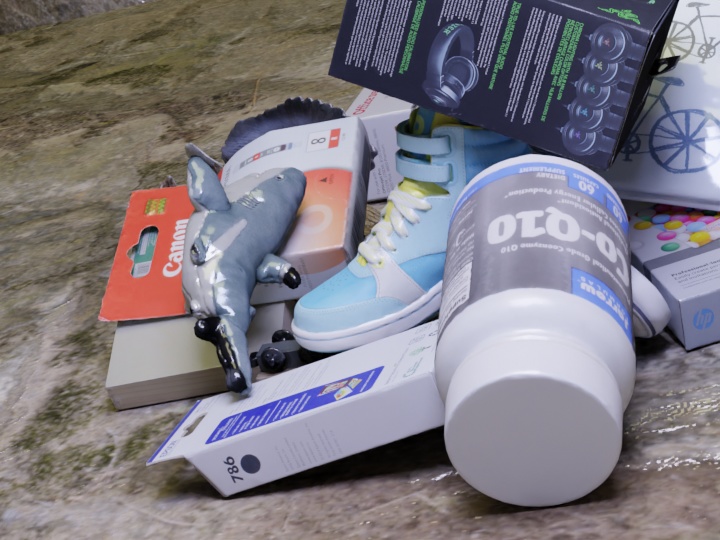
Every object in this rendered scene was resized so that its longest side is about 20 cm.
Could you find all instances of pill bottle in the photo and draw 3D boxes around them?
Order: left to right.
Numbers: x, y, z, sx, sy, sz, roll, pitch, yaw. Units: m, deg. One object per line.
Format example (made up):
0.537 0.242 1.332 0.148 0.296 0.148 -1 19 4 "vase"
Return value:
0.100 0.032 0.983 0.113 0.114 0.201 -10 34 13 "pill bottle"

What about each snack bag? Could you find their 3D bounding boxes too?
0.206 -0.141 1.198 0.187 0.202 0.021 7 -20 21 "snack bag"

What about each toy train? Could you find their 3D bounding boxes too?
0.019 0.058 1.135 0.198 0.046 0.034 -6 27 20 "toy train"

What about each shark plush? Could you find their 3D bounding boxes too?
-0.078 -0.006 1.148 0.082 0.092 0.201 2 31 -2 "shark plush"

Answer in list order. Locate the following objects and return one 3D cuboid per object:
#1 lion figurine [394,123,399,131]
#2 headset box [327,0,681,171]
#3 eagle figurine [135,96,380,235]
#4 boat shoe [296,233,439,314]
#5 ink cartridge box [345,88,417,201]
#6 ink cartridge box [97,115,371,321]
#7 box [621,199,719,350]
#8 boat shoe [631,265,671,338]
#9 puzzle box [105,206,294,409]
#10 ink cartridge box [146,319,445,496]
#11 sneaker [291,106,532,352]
0.076 -0.067 1.407 0.072 0.123 0.200 -18 1 17 "lion figurine"
0.104 -0.152 1.099 0.199 0.093 0.174 20 23 11 "headset box"
-0.064 -0.058 1.434 0.199 0.152 0.152 -22 5 10 "eagle figurine"
0.000 0.000 1.294 0.074 0.062 0.200 -21 18 -18 "boat shoe"
0.092 -0.136 1.603 0.198 0.085 0.145 -10 18 16 "ink cartridge box"
-0.095 -0.041 1.284 0.198 0.050 0.163 -6 40 9 "ink cartridge box"
0.252 -0.026 1.173 0.155 0.041 0.200 -16 26 -6 "box"
0.127 0.020 1.150 0.070 0.071 0.200 -45 30 -13 "boat shoe"
-0.112 0.016 1.284 0.132 0.026 0.201 -11 38 11 "puzzle box"
-0.027 0.087 1.057 0.199 0.039 0.100 -19 15 22 "ink cartridge box"
0.029 -0.040 1.113 0.199 0.131 0.080 -28 26 -11 "sneaker"
